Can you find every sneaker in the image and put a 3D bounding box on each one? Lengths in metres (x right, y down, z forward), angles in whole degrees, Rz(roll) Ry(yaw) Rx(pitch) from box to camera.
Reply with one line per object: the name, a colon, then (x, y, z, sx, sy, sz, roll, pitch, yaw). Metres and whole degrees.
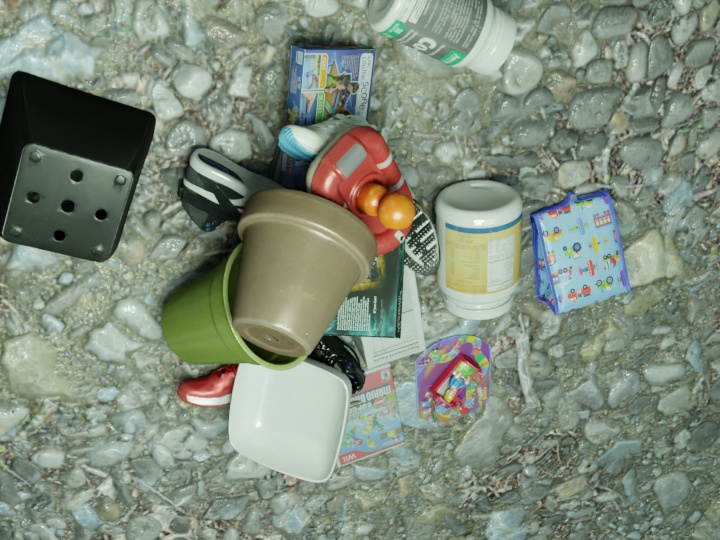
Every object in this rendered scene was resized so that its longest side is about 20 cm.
sneaker: (0.078, -0.080, 1.271, 0.073, 0.201, 0.080, -33, 156, 20)
sneaker: (-0.061, 0.137, 1.371, 0.073, 0.112, 0.200, -46, 122, 9)
sneaker: (-0.180, -0.090, 1.218, 0.199, 0.073, 0.112, 32, 124, -2)
sneaker: (-0.211, 0.160, 1.375, 0.198, 0.078, 0.117, -4, 111, -31)
sneaker: (-0.038, -0.187, 1.158, 0.199, 0.076, 0.082, 6, 99, -51)

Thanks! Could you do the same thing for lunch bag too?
lunch bag: (0.390, -0.044, 1.463, 0.149, 0.094, 0.202, -16, 112, -7)

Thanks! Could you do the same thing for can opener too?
can opener: (-0.144, -0.104, 1.255, 0.066, 0.053, 0.201, 13, 112, -25)

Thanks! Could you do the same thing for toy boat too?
toy boat: (0.022, -0.095, 1.114, 0.131, 0.130, 0.200, -48, 143, -11)

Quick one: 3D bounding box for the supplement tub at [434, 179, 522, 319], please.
supplement tub: (0.197, -0.035, 1.358, 0.143, 0.145, 0.202, -12, 121, -13)

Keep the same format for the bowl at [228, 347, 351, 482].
bowl: (-0.109, 0.226, 1.326, 0.198, 0.075, 0.202, 17, 107, 14)

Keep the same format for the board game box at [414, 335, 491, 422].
board game box: (0.186, 0.219, 1.552, 0.156, 0.039, 0.202, -12, 121, -13)

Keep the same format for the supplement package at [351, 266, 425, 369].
supplement package: (0.030, 0.043, 1.362, 0.113, 0.110, 0.202, -16, 121, -10)

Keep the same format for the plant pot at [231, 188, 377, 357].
plant pot: (-0.094, 0.015, 1.097, 0.200, 0.199, 0.176, 34, 64, -31)

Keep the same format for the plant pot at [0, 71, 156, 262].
plant pot: (-0.390, -0.122, 1.088, 0.198, 0.178, 0.201, 15, 111, -26)

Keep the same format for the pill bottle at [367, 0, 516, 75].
pill bottle: (0.120, -0.364, 1.170, 0.198, 0.113, 0.114, 17, 111, -25)

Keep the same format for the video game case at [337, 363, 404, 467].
video game case: (0.003, 0.272, 1.533, 0.142, 0.017, 0.202, -17, 122, -10)

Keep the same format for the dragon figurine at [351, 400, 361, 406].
dragon figurine: (-0.102, 0.249, 1.426, 0.199, 0.100, 0.059, -37, 142, 12)

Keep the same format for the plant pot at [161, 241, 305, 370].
plant pot: (-0.199, 0.067, 1.241, 0.189, 0.201, 0.200, -15, 131, 35)

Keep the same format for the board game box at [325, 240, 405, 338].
board game box: (0.000, 0.000, 1.234, 0.134, 0.028, 0.202, 1, 83, 22)

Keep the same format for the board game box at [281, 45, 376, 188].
board game box: (-0.047, -0.228, 1.199, 0.135, 0.034, 0.202, -12, 120, -39)
